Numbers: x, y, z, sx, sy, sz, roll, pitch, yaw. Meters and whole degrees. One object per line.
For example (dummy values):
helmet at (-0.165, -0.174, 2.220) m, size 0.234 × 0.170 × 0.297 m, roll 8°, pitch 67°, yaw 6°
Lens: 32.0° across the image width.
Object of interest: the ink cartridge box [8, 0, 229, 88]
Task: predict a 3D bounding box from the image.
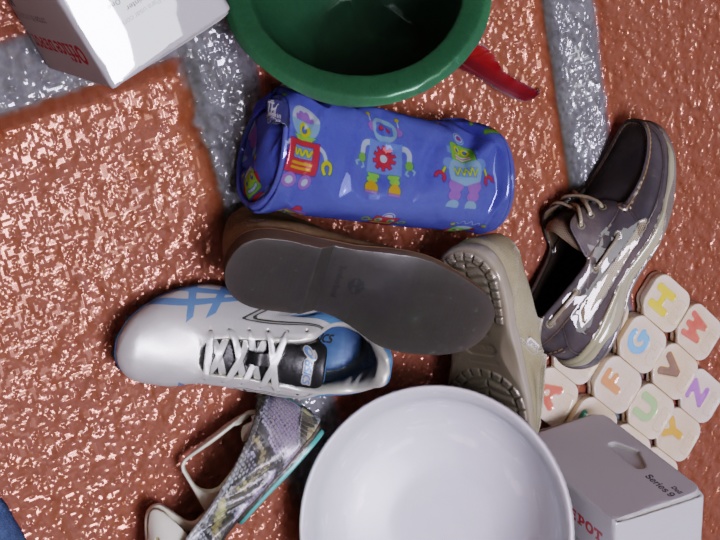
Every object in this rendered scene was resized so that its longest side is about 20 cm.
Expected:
ink cartridge box at (-0.172, -0.209, 0.679) m, size 0.083 × 0.145 × 0.201 m, roll -37°, pitch 117°, yaw -16°

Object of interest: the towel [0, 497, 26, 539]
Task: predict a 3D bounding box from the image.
towel at (-0.247, 0.232, 0.801) m, size 0.111 × 0.048 × 0.202 m, roll -29°, pitch 114°, yaw -20°

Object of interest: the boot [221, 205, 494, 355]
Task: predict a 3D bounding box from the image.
boot at (0.000, 0.000, 0.851) m, size 0.198 × 0.076 × 0.074 m, roll 17°, pitch 114°, yaw -21°

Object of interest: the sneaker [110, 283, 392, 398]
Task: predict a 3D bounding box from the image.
sneaker at (-0.067, 0.051, 0.845) m, size 0.198 × 0.072 × 0.073 m, roll 3°, pitch 102°, yaw -28°

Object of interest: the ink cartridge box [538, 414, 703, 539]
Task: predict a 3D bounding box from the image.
ink cartridge box at (0.188, 0.236, 0.980) m, size 0.083 × 0.146 × 0.203 m, roll -12°, pitch 112°, yaw -21°

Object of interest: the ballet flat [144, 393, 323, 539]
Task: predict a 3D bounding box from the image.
ballet flat at (-0.108, 0.167, 0.862) m, size 0.072 × 0.072 × 0.201 m, roll 42°, pitch 80°, yaw -30°

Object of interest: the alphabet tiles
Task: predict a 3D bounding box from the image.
alphabet tiles at (0.228, 0.107, 1.058) m, size 0.195 × 0.015 × 0.201 m, roll 37°, pitch 83°, yaw -30°

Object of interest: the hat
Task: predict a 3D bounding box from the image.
hat at (0.010, -0.146, 0.868) m, size 0.198 × 0.176 × 0.167 m, roll 28°, pitch 73°, yaw 11°

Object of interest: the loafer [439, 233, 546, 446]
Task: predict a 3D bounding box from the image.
loafer at (0.106, 0.059, 0.935) m, size 0.068 × 0.075 × 0.202 m, roll -42°, pitch 135°, yaw -42°

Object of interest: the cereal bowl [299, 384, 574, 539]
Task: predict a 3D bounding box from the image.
cereal bowl at (0.057, 0.186, 0.908) m, size 0.197 × 0.083 × 0.203 m, roll -1°, pitch 82°, yaw 8°

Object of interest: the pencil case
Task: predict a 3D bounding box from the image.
pencil case at (0.011, -0.074, 0.855) m, size 0.198 × 0.078 × 0.088 m, roll 5°, pitch 82°, yaw -30°

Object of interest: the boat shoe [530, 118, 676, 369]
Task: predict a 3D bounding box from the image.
boat shoe at (0.181, -0.026, 0.965) m, size 0.073 × 0.074 × 0.203 m, roll 21°, pitch 87°, yaw -27°
